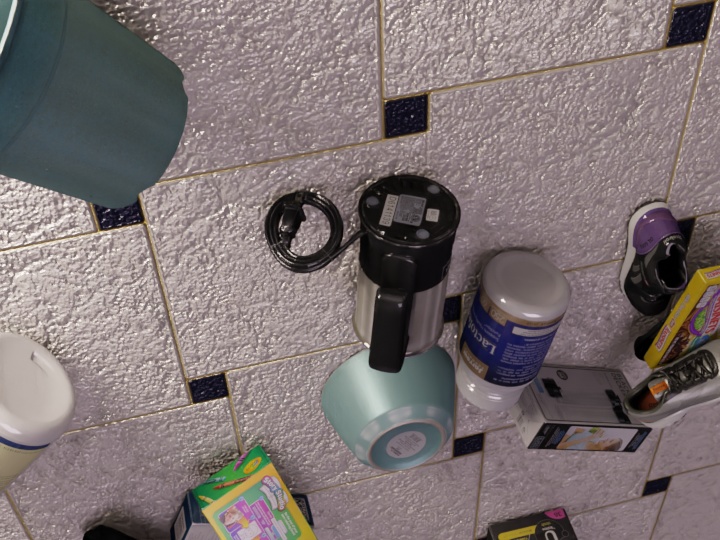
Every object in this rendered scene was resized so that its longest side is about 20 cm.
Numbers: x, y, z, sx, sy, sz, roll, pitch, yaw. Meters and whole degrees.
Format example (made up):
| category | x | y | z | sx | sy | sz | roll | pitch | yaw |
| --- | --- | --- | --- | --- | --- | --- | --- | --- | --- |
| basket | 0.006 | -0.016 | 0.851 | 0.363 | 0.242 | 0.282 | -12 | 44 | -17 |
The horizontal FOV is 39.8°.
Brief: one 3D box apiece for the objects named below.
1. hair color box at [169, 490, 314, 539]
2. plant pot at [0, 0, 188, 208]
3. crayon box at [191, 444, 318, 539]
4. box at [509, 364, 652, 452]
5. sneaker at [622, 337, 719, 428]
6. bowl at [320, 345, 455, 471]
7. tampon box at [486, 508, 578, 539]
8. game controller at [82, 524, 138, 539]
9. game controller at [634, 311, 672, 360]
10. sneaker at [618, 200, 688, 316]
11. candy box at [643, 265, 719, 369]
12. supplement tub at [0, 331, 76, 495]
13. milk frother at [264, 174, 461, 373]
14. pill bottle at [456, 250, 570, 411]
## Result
| category | x | y | z | sx | sy | sz | roll | pitch | yaw |
| --- | --- | --- | --- | --- | --- | --- | --- | --- | --- |
| hair color box | -0.181 | 0.392 | 1.518 | 0.197 | 0.061 | 0.101 | 9 | 129 | -27 |
| plant pot | -0.266 | -0.155 | 0.854 | 0.200 | 0.202 | 0.195 | -41 | 140 | 22 |
| crayon box | -0.143 | 0.368 | 1.440 | 0.118 | 0.058 | 0.202 | -32 | 117 | -13 |
| box | 0.318 | 0.202 | 1.467 | 0.197 | 0.118 | 0.061 | 8 | 129 | -24 |
| sneaker | 0.451 | 0.155 | 1.376 | 0.079 | 0.075 | 0.200 | 16 | 133 | -40 |
| bowl | 0.051 | 0.201 | 1.378 | 0.197 | 0.106 | 0.203 | -10 | 135 | -10 |
| tampon box | 0.310 | 0.550 | 1.803 | 0.147 | 0.127 | 0.202 | -10 | 136 | -10 |
| game controller | -0.323 | 0.435 | 1.495 | 0.200 | 0.103 | 0.043 | 42 | 69 | -43 |
| game controller | 0.479 | 0.064 | 1.417 | 0.200 | 0.042 | 0.104 | -46 | 151 | 25 |
| sneaker | 0.392 | 0.010 | 1.318 | 0.075 | 0.088 | 0.201 | -19 | 137 | 0 |
| candy box | 0.461 | 0.060 | 1.337 | 0.101 | 0.027 | 0.201 | -13 | 145 | -18 |
| supplement tub | -0.441 | 0.183 | 1.154 | 0.200 | 0.146 | 0.144 | -41 | 133 | 22 |
| milk frother | 0.000 | 0.000 | 1.156 | 0.198 | 0.181 | 0.190 | 23 | 138 | 19 |
| pill bottle | 0.192 | 0.084 | 1.300 | 0.114 | 0.117 | 0.202 | -3 | 134 | -17 |
